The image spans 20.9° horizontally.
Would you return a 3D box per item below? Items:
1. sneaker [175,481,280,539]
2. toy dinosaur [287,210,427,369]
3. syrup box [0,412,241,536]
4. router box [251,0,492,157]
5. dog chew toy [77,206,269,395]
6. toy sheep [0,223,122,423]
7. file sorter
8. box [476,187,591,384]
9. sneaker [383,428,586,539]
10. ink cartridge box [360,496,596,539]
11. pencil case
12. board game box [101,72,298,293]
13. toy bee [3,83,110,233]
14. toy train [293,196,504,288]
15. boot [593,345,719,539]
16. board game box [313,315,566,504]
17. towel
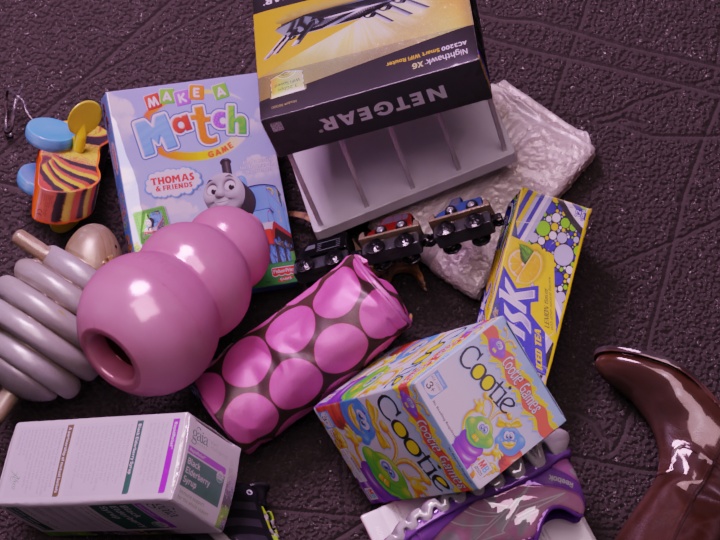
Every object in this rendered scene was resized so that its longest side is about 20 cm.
[{"bbox_3d":[-0.098,0.221,1.697,0.199,0.072,0.083,35,72,17],"label":"sneaker"},{"bbox_3d":[0.000,0.000,1.794,0.106,0.060,0.201,-21,66,-3],"label":"toy dinosaur"},{"bbox_3d":[-0.208,0.177,1.676,0.199,0.079,0.082,-5,62,33],"label":"syrup box"},{"bbox_3d":[0.007,-0.196,1.716,0.198,0.052,0.158,-15,49,9],"label":"router box"},{"bbox_3d":[-0.152,0.016,1.695,0.124,0.125,0.200,32,53,17],"label":"dog chew toy"},{"bbox_3d":[-0.280,0.047,1.759,0.137,0.138,0.201,31,87,16],"label":"toy sheep"},{"bbox_3d":[0.019,-0.149,1.794,0.199,0.125,0.139,-22,49,3],"label":"file sorter"},{"bbox_3d":[0.144,0.034,1.748,0.070,0.064,0.201,17,74,-4],"label":"box"},{"bbox_3d":[0.107,0.215,1.638,0.199,0.081,0.089,-29,80,-9],"label":"sneaker"},{"bbox_3d":[0.120,0.264,1.677,0.175,0.045,0.201,-24,66,-7],"label":"ink cartridge box"},{"bbox_3d":[-0.054,0.069,1.729,0.199,0.091,0.094,-36,51,5],"label":"pencil case"},{"bbox_3d":[-0.147,-0.073,1.801,0.150,0.037,0.202,-9,82,-16],"label":"board game box"},{"bbox_3d":[-0.267,-0.113,1.839,0.108,0.131,0.201,3,53,-21],"label":"toy bee"},{"bbox_3d":[0.033,-0.028,1.755,0.199,0.034,0.046,-14,43,16],"label":"toy train"},{"bbox_3d":[0.246,0.182,1.687,0.185,0.064,0.201,27,67,13],"label":"boot"},{"bbox_3d":[0.062,0.120,1.637,0.103,0.200,0.105,-34,96,-26],"label":"board game box"},{"bbox_3d":[0.117,-0.080,1.834,0.132,0.035,0.200,34,73,18],"label":"towel"}]
